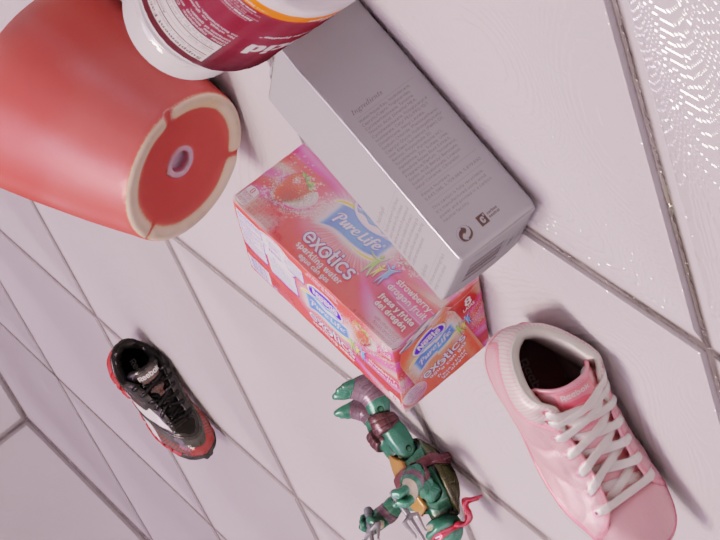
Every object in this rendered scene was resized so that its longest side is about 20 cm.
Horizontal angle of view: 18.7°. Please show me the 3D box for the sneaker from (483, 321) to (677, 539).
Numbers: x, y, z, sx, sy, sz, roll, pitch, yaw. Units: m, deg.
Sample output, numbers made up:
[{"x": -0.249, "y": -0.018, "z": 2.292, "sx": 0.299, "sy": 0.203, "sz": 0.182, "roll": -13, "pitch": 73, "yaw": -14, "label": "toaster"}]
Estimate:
[{"x": 0.161, "y": 0.120, "z": 1.578, "sx": 0.201, "sy": 0.075, "sz": 0.105, "roll": 55, "pitch": 170, "yaw": 6, "label": "sneaker"}]

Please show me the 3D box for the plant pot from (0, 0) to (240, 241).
[{"x": -0.214, "y": -0.127, "z": 1.915, "sx": 0.177, "sy": 0.200, "sz": 0.201, "roll": 30, "pitch": 155, "yaw": 30, "label": "plant pot"}]

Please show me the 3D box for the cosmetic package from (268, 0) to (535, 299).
[{"x": 0.026, "y": -0.085, "z": 1.521, "sx": 0.200, "sy": 0.074, "sz": 0.102, "roll": 51, "pitch": 164, "yaw": 9, "label": "cosmetic package"}]

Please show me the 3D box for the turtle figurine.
[{"x": 0.040, "y": 0.198, "z": 2.050, "sx": 0.200, "sy": 0.100, "sz": 0.150, "roll": 62, "pitch": 154, "yaw": 20, "label": "turtle figurine"}]

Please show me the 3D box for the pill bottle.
[{"x": -0.077, "y": -0.194, "z": 1.424, "sx": 0.114, "sy": 0.114, "sz": 0.200, "roll": 54, "pitch": 153, "yaw": -8, "label": "pill bottle"}]

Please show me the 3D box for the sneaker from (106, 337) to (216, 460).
[{"x": -0.264, "y": 0.165, "z": 2.872, "sx": 0.201, "sy": 0.071, "sz": 0.098, "roll": 49, "pitch": 166, "yaw": 14, "label": "sneaker"}]

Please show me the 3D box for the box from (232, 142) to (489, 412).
[{"x": 0.000, "y": 0.000, "z": 1.731, "sx": 0.200, "sy": 0.095, "sz": 0.103, "roll": 42, "pitch": 162, "yaw": 30, "label": "box"}]
